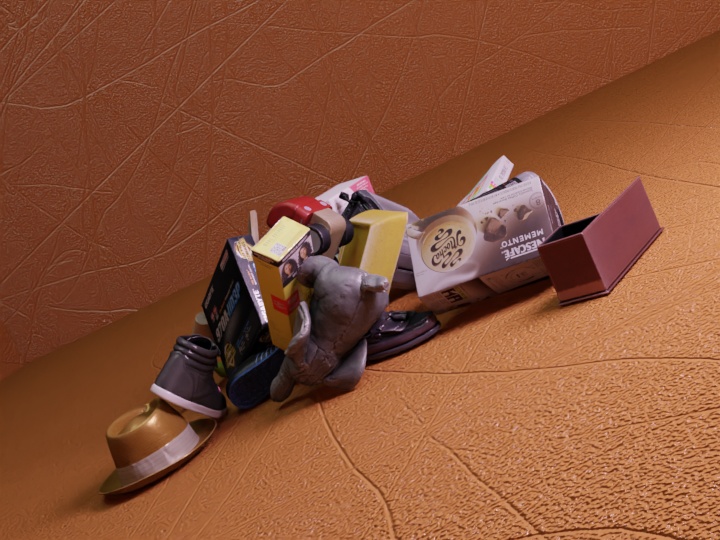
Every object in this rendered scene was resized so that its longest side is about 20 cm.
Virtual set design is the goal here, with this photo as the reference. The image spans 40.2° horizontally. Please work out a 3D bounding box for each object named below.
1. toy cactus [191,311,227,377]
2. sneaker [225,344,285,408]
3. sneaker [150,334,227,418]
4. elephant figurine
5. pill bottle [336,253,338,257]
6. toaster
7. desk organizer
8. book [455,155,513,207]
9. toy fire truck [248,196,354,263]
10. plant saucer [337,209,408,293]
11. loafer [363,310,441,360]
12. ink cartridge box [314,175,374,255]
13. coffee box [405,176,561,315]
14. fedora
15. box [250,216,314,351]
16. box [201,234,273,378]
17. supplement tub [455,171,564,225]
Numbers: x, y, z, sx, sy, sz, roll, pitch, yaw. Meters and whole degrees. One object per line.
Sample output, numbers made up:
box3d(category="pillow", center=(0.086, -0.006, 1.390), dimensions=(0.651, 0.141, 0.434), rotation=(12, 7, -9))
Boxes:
box3d(category="toy cactus", center=(-0.274, 0.134, 1.702), dimensions=(0.200, 0.101, 0.167), rotation=(-41, -29, -40))
box3d(category="sneaker", center=(-0.115, 0.133, 1.477), dimensions=(0.198, 0.071, 0.078), rotation=(-28, 14, -8))
box3d(category="sneaker", center=(-0.226, 0.152, 1.434), dimensions=(0.100, 0.070, 0.200), rotation=(-63, -20, -6))
box3d(category="elephant figurine", center=(-0.045, 0.095, 1.301), dimensions=(0.203, 0.140, 0.155), rotation=(-65, -21, -8))
box3d(category="pill bottle", center=(-0.082, 0.053, 1.673), dimensions=(0.119, 0.121, 0.199), rotation=(-17, 14, 48))
box3d(category="toaster", center=(0.042, -0.053, 1.685), dimensions=(0.115, 0.128, 0.201), rotation=(-57, 40, 21))
box3d(category="desk organizer", center=(0.299, -0.040, 1.218), dimensions=(0.071, 0.078, 0.199), rotation=(-18, 12, 42))
box3d(category="book", center=(0.191, -0.105, 1.616), dimensions=(0.134, 0.048, 0.200), rotation=(-50, 2, 26))
box3d(category="toy fire truck", center=(-0.123, -0.047, 1.550), dimensions=(0.128, 0.198, 0.178), rotation=(-24, -38, -57))
box3d(category="plant saucer", center=(0.000, 0.000, 1.521), dimensions=(0.048, 0.204, 0.200), rotation=(14, 0, -16))
box3d(category="loafer", center=(0.017, 0.087, 1.370), dimensions=(0.198, 0.064, 0.072), rotation=(-22, 10, 32))
box3d(category="ink cartridge box", center=(-0.013, -0.051, 1.809), dimensions=(0.084, 0.203, 0.145), rotation=(-12, 15, 37))
box3d(category="coffee box", center=(0.170, -0.031, 1.320), dimensions=(0.197, 0.115, 0.080), rotation=(-19, -27, 20))
box3d(category="fedora", center=(-0.297, 0.235, 1.379), dimensions=(0.198, 0.083, 0.201), rotation=(-26, 8, 4))
box3d(category="box", center=(-0.097, 0.026, 1.360), dimensions=(0.050, 0.202, 0.075), rotation=(25, 54, 26))
box3d(category="box", center=(-0.186, 0.066, 1.546), dimensions=(0.045, 0.161, 0.201), rotation=(-11, -27, -29))
box3d(category="supplement tub", center=(0.192, -0.050, 1.450), dimensions=(0.197, 0.124, 0.123), rotation=(-26, 9, -4))
